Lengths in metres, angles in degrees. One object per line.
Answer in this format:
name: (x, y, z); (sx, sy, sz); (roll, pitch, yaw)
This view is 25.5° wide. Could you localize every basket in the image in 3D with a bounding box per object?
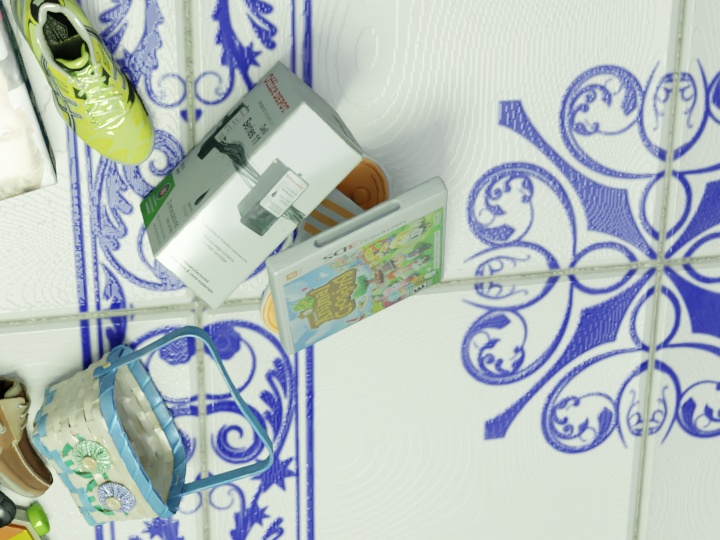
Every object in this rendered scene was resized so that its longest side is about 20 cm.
basket: (-0.203, 0.157, 1.556); (0.199, 0.139, 0.177); (-25, 116, 8)

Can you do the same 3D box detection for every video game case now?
video game case: (0.000, 0.000, 1.530); (0.181, 0.022, 0.200); (-26, 157, -10)

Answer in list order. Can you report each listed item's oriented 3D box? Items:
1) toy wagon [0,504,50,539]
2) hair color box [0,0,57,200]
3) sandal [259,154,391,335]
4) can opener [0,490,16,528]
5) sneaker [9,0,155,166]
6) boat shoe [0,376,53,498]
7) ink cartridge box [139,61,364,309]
toy wagon: (-0.386, 0.297, 1.627); (0.154, 0.040, 0.201); (-27, 117, -2)
hair color box: (-0.347, -0.162, 1.425); (0.099, 0.061, 0.201); (-18, 117, -6)
sandal: (-0.028, -0.014, 1.572); (0.079, 0.059, 0.208); (23, 105, -22)
can opener: (-0.418, 0.189, 1.544); (0.200, 0.079, 0.063); (46, 122, -10)
sneaker: (-0.252, -0.171, 1.437); (0.075, 0.076, 0.201); (-33, 118, 0)
boat shoe: (-0.355, 0.139, 1.548); (0.072, 0.076, 0.201); (-34, 118, -1)
ink cartridge box: (-0.104, -0.083, 1.476); (0.200, 0.147, 0.083); (-45, 114, 6)
